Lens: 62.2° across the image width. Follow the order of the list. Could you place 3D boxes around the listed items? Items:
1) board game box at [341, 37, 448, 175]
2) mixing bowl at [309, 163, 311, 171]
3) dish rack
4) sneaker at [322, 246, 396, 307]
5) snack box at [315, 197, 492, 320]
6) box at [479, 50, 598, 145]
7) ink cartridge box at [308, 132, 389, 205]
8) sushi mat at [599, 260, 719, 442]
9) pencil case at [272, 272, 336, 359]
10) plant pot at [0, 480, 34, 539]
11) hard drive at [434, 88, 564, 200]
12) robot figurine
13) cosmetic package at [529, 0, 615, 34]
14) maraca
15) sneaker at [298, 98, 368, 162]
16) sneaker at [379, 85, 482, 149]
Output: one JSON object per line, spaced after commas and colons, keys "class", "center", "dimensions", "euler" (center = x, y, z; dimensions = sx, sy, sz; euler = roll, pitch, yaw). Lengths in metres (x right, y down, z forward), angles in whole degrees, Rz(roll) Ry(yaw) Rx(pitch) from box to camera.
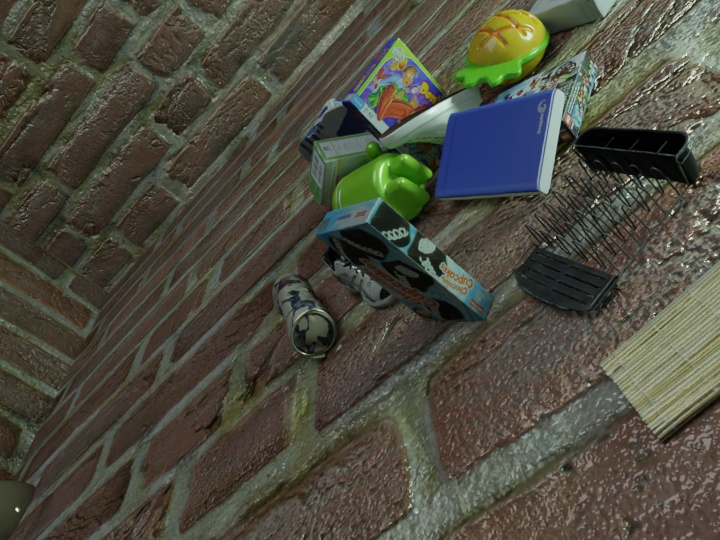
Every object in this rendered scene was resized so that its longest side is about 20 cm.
{"class": "board game box", "center": [0.082, -0.271, 1.028], "dimensions": [0.135, 0.199, 0.045], "euler": [-53, 25, -5]}
{"class": "mixing bowl", "center": [-0.002, -0.245, 1.247], "dimensions": [0.199, 0.108, 0.202], "euler": [-40, 27, 25]}
{"class": "dish rack", "center": [0.243, -0.054, 0.630], "dimensions": [0.201, 0.054, 0.153], "euler": [-52, 24, -1]}
{"class": "sneaker", "center": [0.000, 0.000, 0.935], "dimensions": [0.076, 0.088, 0.199], "euler": [-55, 26, -15]}
{"class": "snack box", "center": [0.052, -0.006, 0.714], "dimensions": [0.115, 0.199, 0.038], "euler": [-6, 51, 57]}
{"class": "box", "center": [0.241, -0.225, 0.884], "dimensions": [0.199, 0.038, 0.138], "euler": [-14, 43, 53]}
{"class": "ink cartridge box", "center": [0.006, -0.198, 1.114], "dimensions": [0.060, 0.197, 0.105], "euler": [59, 152, 31]}
{"class": "sushi mat", "center": [0.288, 0.038, 0.472], "dimensions": [0.200, 0.012, 0.096], "euler": [-46, 24, 13]}
{"class": "pencil case", "center": [-0.098, 0.075, 1.016], "dimensions": [0.077, 0.091, 0.200], "euler": [-23, 23, -9]}
{"class": "plant pot", "center": [-1.115, 0.724, 1.814], "dimensions": [0.200, 0.134, 0.202], "euler": [-40, 27, 25]}
{"class": "hard drive", "center": [0.188, -0.170, 0.842], "dimensions": [0.199, 0.025, 0.135], "euler": [5, 84, 57]}
{"class": "robot figurine", "center": [0.030, -0.125, 1.018], "dimensions": [0.198, 0.114, 0.179], "euler": [-18, 57, 50]}
{"class": "cosmetic package", "center": [0.384, -0.492, 0.988], "dimensions": [0.202, 0.051, 0.150], "euler": [-55, 27, -8]}
{"class": "maraca", "center": [0.232, -0.354, 0.978], "dimensions": [0.135, 0.108, 0.201], "euler": [6, 46, 38]}
{"class": "sneaker", "center": [-0.042, -0.301, 1.169], "dimensions": [0.198, 0.080, 0.117], "euler": [-23, 39, 48]}
{"class": "sneaker", "center": [0.127, -0.229, 0.978], "dimensions": [0.198, 0.086, 0.073], "euler": [-28, 17, -15]}
